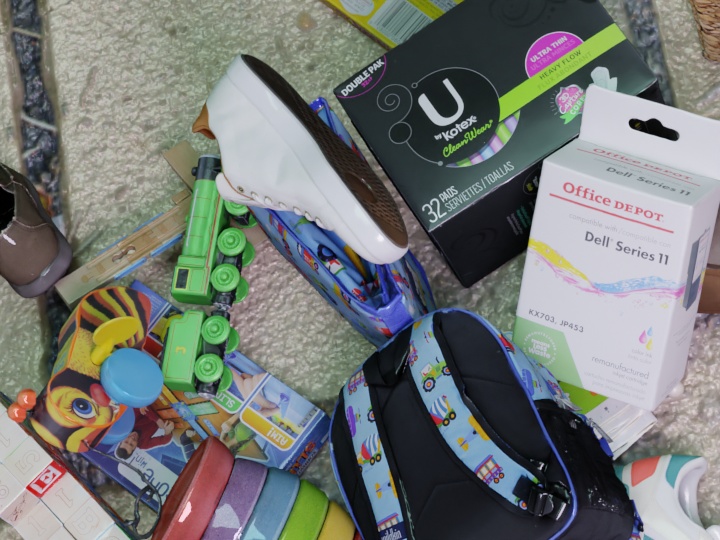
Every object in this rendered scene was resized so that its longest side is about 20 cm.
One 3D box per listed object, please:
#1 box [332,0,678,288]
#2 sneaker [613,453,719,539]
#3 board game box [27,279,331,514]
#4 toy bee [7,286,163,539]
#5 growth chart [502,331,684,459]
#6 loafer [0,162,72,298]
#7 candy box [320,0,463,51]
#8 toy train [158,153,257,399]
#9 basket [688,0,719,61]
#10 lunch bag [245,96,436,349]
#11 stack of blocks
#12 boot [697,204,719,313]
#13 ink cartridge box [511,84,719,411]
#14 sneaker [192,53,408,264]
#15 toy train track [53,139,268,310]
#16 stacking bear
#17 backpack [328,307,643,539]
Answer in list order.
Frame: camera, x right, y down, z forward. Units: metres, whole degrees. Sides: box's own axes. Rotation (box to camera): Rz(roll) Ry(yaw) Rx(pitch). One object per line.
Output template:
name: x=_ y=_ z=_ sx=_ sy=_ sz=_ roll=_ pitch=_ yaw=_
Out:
box: x=0.111 y=-0.114 z=1.748 sx=0.200 sy=0.124 sz=0.149 roll=-35 pitch=64 yaw=1
sneaker: x=0.220 y=0.217 z=1.611 sx=0.093 sy=0.070 sz=0.200 roll=-18 pitch=62 yaw=15
board game box: x=-0.136 y=0.113 z=1.772 sx=0.200 sy=0.034 sz=0.135 roll=34 pitch=80 yaw=26
toy bee: x=-0.198 y=0.084 z=1.698 sx=0.131 sy=0.109 sz=0.200 roll=-62 pitch=28 yaw=21
growth chart: x=0.134 y=0.104 z=1.712 sx=0.200 sy=0.018 sz=0.145 roll=-45 pitch=63 yaw=-6
loafer: x=-0.290 y=-0.052 z=1.837 sx=0.073 sy=0.071 sz=0.200 roll=-46 pitch=40 yaw=-7
candy box: x=0.018 y=-0.242 z=1.879 sx=0.200 sy=0.026 sz=0.102 roll=39 pitch=80 yaw=25
toy train: x=-0.112 y=-0.001 z=1.765 sx=0.056 sy=0.042 sz=0.200 roll=4 pitch=72 yaw=13
basket: x=0.351 y=-0.211 z=1.706 sx=0.200 sy=0.149 sz=0.143 roll=25 pitch=77 yaw=24
lunch bag: x=0.000 y=0.000 z=1.709 sx=0.094 sy=0.151 sz=0.200 roll=-32 pitch=60 yaw=1
stack of blocks: x=-0.236 y=0.167 z=1.735 sx=0.059 sy=0.115 sz=0.200 roll=-44 pitch=65 yaw=-5
boot: x=0.281 y=-0.046 z=1.711 sx=0.200 sy=0.070 sz=0.146 roll=3 pitch=63 yaw=16
ink cartridge box: x=0.180 y=-0.017 z=1.639 sx=0.117 sy=0.067 sz=0.200 roll=18 pitch=115 yaw=22
sneaker: x=-0.044 y=-0.058 z=1.636 sx=0.085 sy=0.073 sz=0.200 roll=-50 pitch=58 yaw=15
toy train track: x=-0.146 y=-0.028 z=1.819 sx=0.200 sy=0.033 sz=0.115 roll=-33 pitch=63 yaw=-14
stacking bear: x=-0.043 y=0.208 z=1.650 sx=0.200 sy=0.114 sz=0.121 roll=28 pitch=34 yaw=-6
backpack: x=0.077 y=0.136 z=1.603 sx=0.183 sy=0.135 sz=0.200 roll=-42 pitch=56 yaw=25
